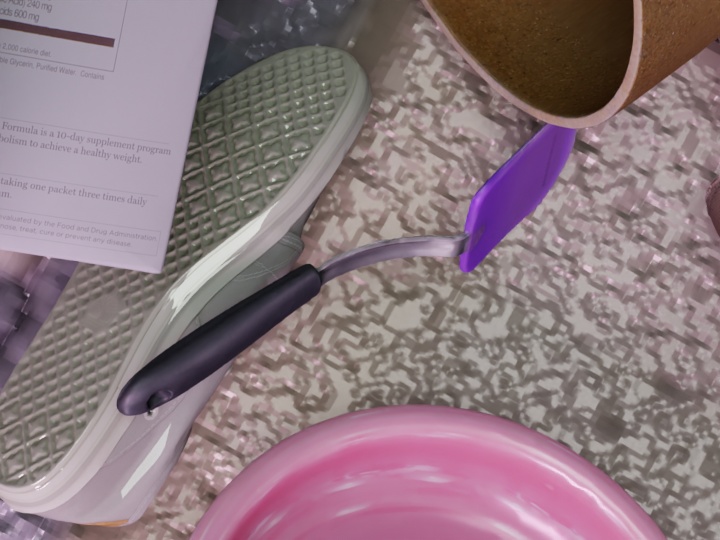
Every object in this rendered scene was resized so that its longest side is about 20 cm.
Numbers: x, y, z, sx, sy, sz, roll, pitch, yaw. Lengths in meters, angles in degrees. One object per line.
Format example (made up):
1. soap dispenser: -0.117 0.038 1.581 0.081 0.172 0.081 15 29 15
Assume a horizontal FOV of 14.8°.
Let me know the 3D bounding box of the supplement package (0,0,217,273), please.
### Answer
1. supplement package: -0.111 -0.114 0.923 0.109 0.114 0.201 8 100 -24

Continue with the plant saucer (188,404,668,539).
1. plant saucer: 0.024 0.147 0.949 0.200 0.051 0.201 7 63 -14

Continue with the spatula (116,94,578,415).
1. spatula: 0.000 0.000 0.960 0.200 0.057 0.021 -28 63 -20

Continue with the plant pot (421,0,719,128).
1. plant pot: 0.118 -0.177 0.953 0.200 0.186 0.187 -29 88 -19

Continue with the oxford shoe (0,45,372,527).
1. oxford shoe: -0.059 0.007 0.983 0.200 0.075 0.058 -57 135 -12

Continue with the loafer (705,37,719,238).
1. loafer: 0.163 -0.016 0.995 0.071 0.073 0.201 -5 87 31
